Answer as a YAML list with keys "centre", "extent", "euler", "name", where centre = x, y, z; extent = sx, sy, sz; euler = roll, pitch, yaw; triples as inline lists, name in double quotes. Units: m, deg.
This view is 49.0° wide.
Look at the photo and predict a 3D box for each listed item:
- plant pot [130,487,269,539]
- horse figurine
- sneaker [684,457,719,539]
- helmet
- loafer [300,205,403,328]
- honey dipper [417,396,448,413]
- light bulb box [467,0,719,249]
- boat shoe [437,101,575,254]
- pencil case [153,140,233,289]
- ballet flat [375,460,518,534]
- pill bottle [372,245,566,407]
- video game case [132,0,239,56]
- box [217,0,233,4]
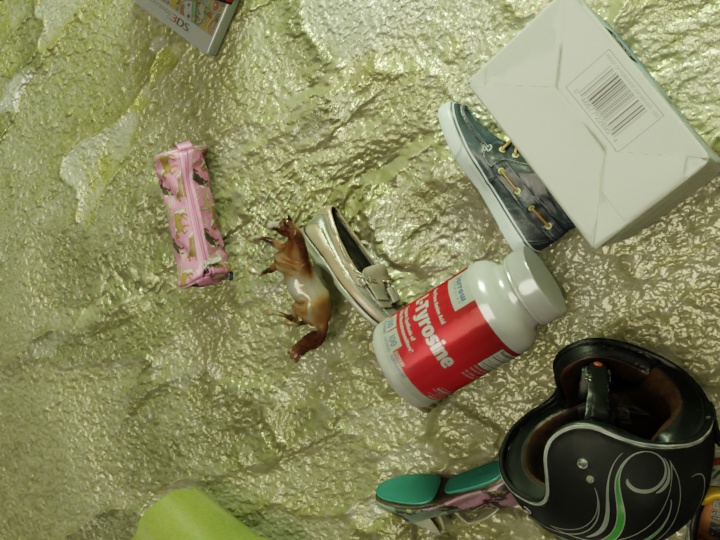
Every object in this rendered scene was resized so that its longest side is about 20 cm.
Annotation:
- centre: [-0.223, 0.415, 1.120]
  extent: [0.184, 0.200, 0.201]
  euler: [35, 112, 35]
  name: "plant pot"
- centre: [-0.086, 0.022, 1.024]
  extent: [0.132, 0.050, 0.201]
  euler: [-5, 110, 47]
  name: "horse figurine"
- centre: [0.364, 0.301, 0.815]
  extent: [0.078, 0.082, 0.201]
  euler: [0, 97, 30]
  name: "sneaker"
- centre: [0.249, 0.188, 0.807]
  extent: [0.200, 0.200, 0.191]
  euler: [27, 129, 24]
  name: "helmet"
- centre: [0.000, 0.000, 0.995]
  extent: [0.200, 0.072, 0.063]
  euler: [47, 109, 20]
  name: "loafer"
- centre: [0.140, 0.101, 0.947]
  extent: [0.200, 0.038, 0.038]
  euler: [-44, 75, 24]
  name: "honey dipper"
- centre: [0.235, -0.139, 0.764]
  extent: [0.125, 0.200, 0.199]
  euler: [-40, 77, 26]
  name: "light bulb box"
- centre: [0.172, -0.119, 0.883]
  extent: [0.091, 0.071, 0.201]
  euler: [-33, 87, 27]
  name: "boat shoe"
- centre: [-0.236, -0.076, 1.110]
  extent: [0.086, 0.083, 0.201]
  euler: [-12, 90, 31]
  name: "pencil case"
- centre: [0.111, 0.285, 0.975]
  extent: [0.200, 0.069, 0.071]
  euler: [-20, 106, 30]
  name: "ballet flat"
- centre: [0.121, 0.061, 0.879]
  extent: [0.200, 0.112, 0.112]
  euler: [-34, 79, 23]
  name: "pill bottle"
- centre: [-0.229, -0.431, 1.093]
  extent: [0.182, 0.023, 0.200]
  euler: [38, 113, 20]
  name: "video game case"
- centre: [-0.263, -0.427, 1.021]
  extent: [0.200, 0.137, 0.040]
  euler: [44, 113, 18]
  name: "box"
